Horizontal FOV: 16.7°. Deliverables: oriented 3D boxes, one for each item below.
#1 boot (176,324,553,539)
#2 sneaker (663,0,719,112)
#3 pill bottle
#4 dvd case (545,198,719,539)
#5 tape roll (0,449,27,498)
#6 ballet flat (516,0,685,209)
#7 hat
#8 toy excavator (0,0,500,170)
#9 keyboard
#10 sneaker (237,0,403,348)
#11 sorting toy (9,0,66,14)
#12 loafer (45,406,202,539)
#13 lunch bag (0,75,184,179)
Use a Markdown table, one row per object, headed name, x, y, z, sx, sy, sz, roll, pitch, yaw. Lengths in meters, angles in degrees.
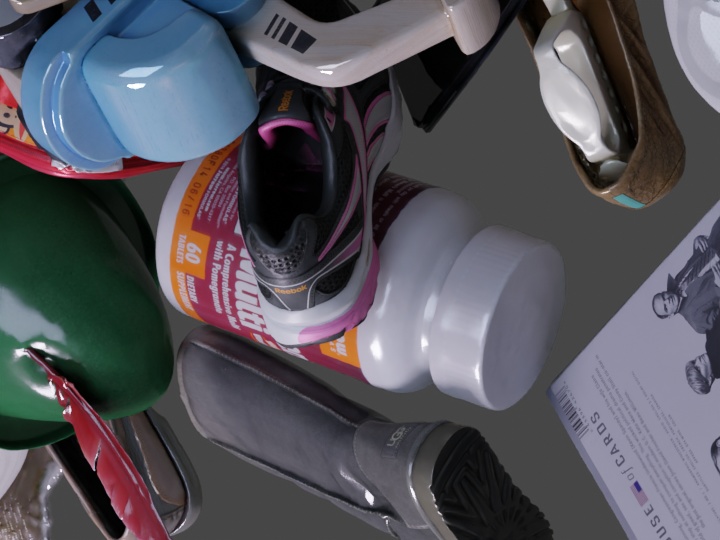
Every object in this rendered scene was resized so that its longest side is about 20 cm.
| name | x | y | z | sx | sy | sz | roll | pitch | yaw |
| --- | --- | --- | --- | --- | --- | --- | --- | --- | --- |
| boot | 0.002 | 0.119 | 1.332 | 0.199 | 0.073 | 0.182 | 11 | 136 | 41 |
| sneaker | 0.157 | -0.166 | 1.094 | 0.075 | 0.087 | 0.201 | -9 | 89 | 21 |
| pill bottle | 0.000 | 0.000 | 1.291 | 0.199 | 0.109 | 0.110 | 19 | 110 | 27 |
| dvd case | 0.177 | 0.068 | 1.196 | 0.151 | 0.025 | 0.200 | 62 | 143 | 21 |
| tape roll | -0.314 | 0.103 | 1.446 | 0.139 | 0.202 | 0.203 | 50 | 120 | 17 |
| ballet flat | 0.102 | -0.124 | 1.224 | 0.068 | 0.072 | 0.201 | -19 | 90 | 32 |
| hat | -0.122 | 0.045 | 1.307 | 0.176 | 0.166 | 0.201 | 19 | 141 | 46 |
| toy excavator | -0.059 | -0.110 | 1.168 | 0.200 | 0.194 | 0.100 | 34 | 160 | 34 |
| keyboard | 0.054 | -0.152 | 1.222 | 0.200 | 0.039 | 0.105 | 131 | 121 | -65 |
| sneaker | -0.024 | -0.068 | 1.221 | 0.080 | 0.086 | 0.201 | -10 | 56 | 10 |
| sorting toy | -0.102 | -0.249 | 1.124 | 0.199 | 0.070 | 0.200 | -21 | 84 | -4 |
| loafer | -0.169 | 0.074 | 1.436 | 0.072 | 0.063 | 0.200 | -44 | 77 | 32 |
| lunch bag | -0.183 | -0.116 | 1.338 | 0.199 | 0.176 | 0.082 | 24 | 112 | 26 |
